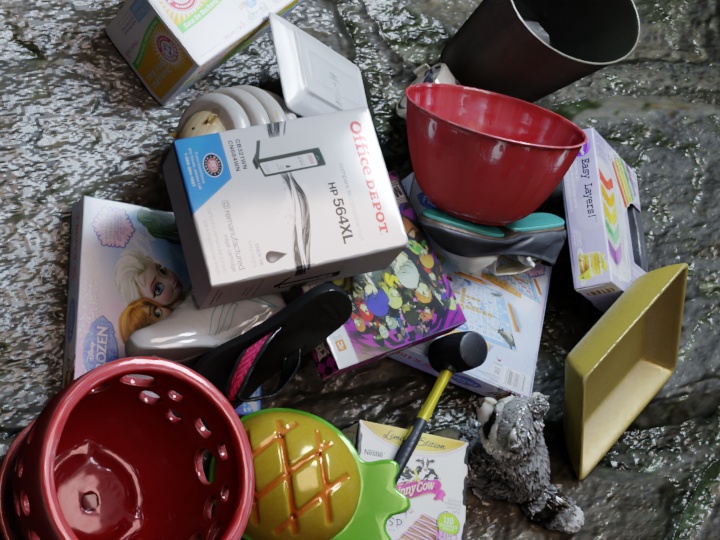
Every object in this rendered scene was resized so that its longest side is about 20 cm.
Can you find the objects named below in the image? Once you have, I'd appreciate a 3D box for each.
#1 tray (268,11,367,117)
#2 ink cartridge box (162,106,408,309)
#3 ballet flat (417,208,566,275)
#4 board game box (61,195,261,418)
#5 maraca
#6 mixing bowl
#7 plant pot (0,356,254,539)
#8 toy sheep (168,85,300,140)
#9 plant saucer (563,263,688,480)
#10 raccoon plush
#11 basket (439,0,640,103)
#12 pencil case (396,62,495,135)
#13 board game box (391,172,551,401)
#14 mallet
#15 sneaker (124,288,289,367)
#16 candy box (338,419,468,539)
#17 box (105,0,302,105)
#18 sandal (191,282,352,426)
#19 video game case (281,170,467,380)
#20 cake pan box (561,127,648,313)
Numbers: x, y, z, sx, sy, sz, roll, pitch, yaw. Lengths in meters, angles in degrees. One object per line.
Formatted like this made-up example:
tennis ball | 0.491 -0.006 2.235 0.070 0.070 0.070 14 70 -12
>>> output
tray | -0.036 -0.202 1.581 0.200 0.022 0.109 19 58 -64
ink cartridge box | -0.072 -0.061 1.400 0.198 0.084 0.148 -13 78 -19
ballet flat | 0.141 -0.027 1.601 0.198 0.073 0.074 0 74 -36
board game box | -0.192 0.041 1.468 0.197 0.041 0.203 9 70 -28
maraca | -0.051 0.213 1.440 0.198 0.107 0.139 22 79 3
mixing bowl | 0.130 -0.116 1.569 0.198 0.200 0.110 4 112 -29
plant pot | -0.216 0.194 1.319 0.198 0.182 0.203 10 69 -26
toy sheep | -0.116 -0.123 1.518 0.199 0.137 0.140 -3 74 -57
plant saucer | 0.286 0.105 1.655 0.048 0.201 0.200 30 59 29
raccoon plush | 0.195 0.198 1.583 0.198 0.134 0.098 26 61 -20
basket | 0.186 -0.260 1.691 0.178 0.200 0.138 12 67 -27
pencil case | 0.132 -0.152 1.697 0.199 0.078 0.090 40 27 -12
board game box | 0.114 0.022 1.641 0.198 0.041 0.202 24 64 -21
mallet | 0.061 0.148 1.517 0.041 0.066 0.201 39 71 -19
sneaker | -0.148 0.044 1.432 0.199 0.070 0.081 -14 77 -41
candy box | 0.037 0.266 1.515 0.135 0.061 0.203 13 67 -25
box | -0.152 -0.280 1.556 0.200 0.112 0.102 -41 96 -32
sandal | -0.089 0.087 1.395 0.075 0.199 0.045 40 17 -47
video game case | 0.000 0.000 1.506 0.199 0.036 0.183 -16 78 -44
cake pan box | 0.285 -0.047 1.714 0.200 0.052 0.187 30 54 -61
